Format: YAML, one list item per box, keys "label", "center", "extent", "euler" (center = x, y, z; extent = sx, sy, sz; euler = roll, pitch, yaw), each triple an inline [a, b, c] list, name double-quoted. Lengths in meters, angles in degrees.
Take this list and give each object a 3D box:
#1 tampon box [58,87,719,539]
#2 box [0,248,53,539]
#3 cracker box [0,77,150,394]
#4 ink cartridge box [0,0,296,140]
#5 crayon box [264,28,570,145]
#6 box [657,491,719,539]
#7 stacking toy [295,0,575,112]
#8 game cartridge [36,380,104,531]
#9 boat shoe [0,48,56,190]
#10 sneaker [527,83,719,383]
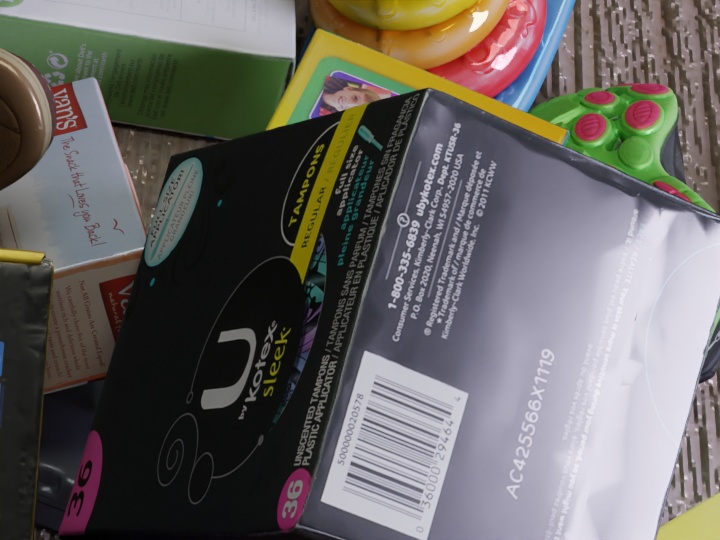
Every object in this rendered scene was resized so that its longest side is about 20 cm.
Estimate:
- label: "tampon box"
  center: [0.006, 0.039, 0.993]
  extent: [0.126, 0.200, 0.151]
  euler: [23, 75, -24]
- label: "box"
  center: [-0.193, 0.088, 1.025]
  extent: [0.159, 0.049, 0.201]
  euler: [5, 87, -7]
- label: "cracker box"
  center: [-0.181, 0.003, 1.122]
  extent: [0.199, 0.058, 0.134]
  euler: [-15, 34, -5]
- label: "ink cartridge box"
  center: [-0.129, -0.126, 1.312]
  extent: [0.199, 0.059, 0.104]
  euler: [8, 48, -10]
- label: "crayon box"
  center: [0.000, 0.000, 1.194]
  extent: [0.118, 0.058, 0.200]
  euler: [23, 47, 3]
- label: "box"
  center: [0.096, 0.150, 1.127]
  extent: [0.199, 0.075, 0.050]
  euler: [-24, 60, -34]
- label: "stacking toy"
  center: [0.018, -0.151, 1.270]
  extent: [0.116, 0.200, 0.110]
  euler: [15, 63, 21]
- label: "game cartridge"
  center: [-0.037, 0.071, 1.183]
  extent: [0.199, 0.041, 0.133]
  euler: [20, 50, 0]
- label: "boat shoe"
  center: [-0.189, -0.059, 1.098]
  extent: [0.199, 0.072, 0.072]
  euler: [-8, 17, 32]
- label: "sneaker"
  center: [0.117, -0.019, 1.290]
  extent: [0.076, 0.084, 0.200]
  euler: [-8, 33, -1]
